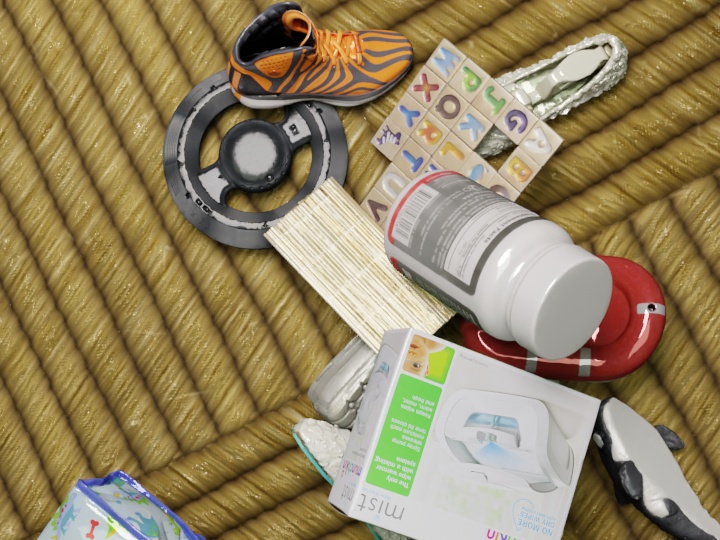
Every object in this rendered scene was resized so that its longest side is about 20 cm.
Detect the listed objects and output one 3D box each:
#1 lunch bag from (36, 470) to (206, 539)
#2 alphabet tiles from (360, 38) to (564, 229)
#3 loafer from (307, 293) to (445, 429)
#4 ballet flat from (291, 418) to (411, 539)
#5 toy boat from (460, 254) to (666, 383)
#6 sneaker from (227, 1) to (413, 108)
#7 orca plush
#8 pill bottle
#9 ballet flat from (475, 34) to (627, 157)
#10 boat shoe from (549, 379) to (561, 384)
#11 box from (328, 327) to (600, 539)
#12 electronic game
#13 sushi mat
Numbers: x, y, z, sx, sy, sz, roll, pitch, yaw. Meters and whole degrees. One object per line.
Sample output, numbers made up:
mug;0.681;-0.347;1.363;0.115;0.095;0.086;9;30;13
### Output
lunch bag;-0.245;0.337;0.989;0.199;0.127;0.171;35;93;14
alphabet tiles;0.085;-0.107;0.974;0.167;0.008;0.200;45;112;19
loafer;0.022;0.073;0.991;0.200;0.070;0.070;-46;47;-10
ballet flat;0.003;0.209;0.971;0.071;0.072;0.200;-31;119;5
toy boat;0.199;0.035;0.933;0.198;0.131;0.131;3;71;6
sneaker;-0.035;-0.220;0.958;0.199;0.112;0.078;-15;75;-12
orca plush;0.300;0.223;0.981;0.200;0.071;0.105;39;49;-6
pill bottle;0.121;-0.007;0.858;0.200;0.114;0.114;36;94;45
ballet flat;0.181;-0.185;0.971;0.199;0.072;0.072;-31;87;6
boat shoe;0.118;0.164;0.981;0.199;0.075;0.063;-15;82;0
box;0.094;0.170;0.885;0.199;0.097;0.178;22;79;-10
electronic game;-0.112;-0.122;1.017;0.198;0.042;0.202;0;85;-1
sushi mat;0.000;0.000;0.962;0.096;0.012;0.200;-43;76;-7
